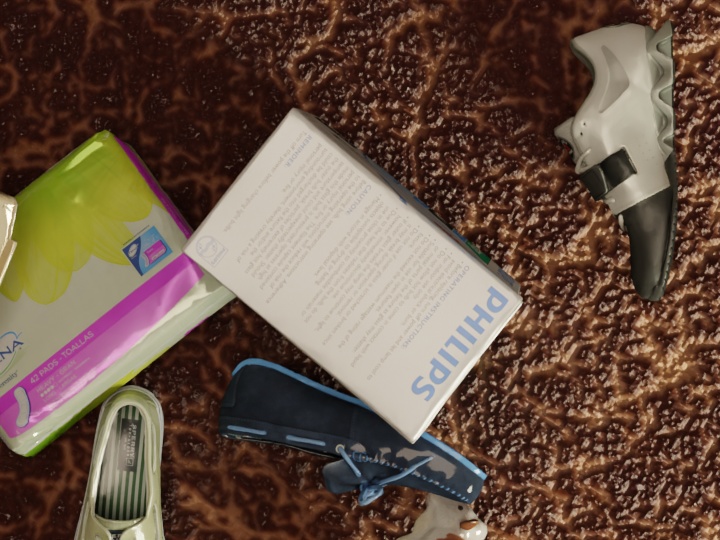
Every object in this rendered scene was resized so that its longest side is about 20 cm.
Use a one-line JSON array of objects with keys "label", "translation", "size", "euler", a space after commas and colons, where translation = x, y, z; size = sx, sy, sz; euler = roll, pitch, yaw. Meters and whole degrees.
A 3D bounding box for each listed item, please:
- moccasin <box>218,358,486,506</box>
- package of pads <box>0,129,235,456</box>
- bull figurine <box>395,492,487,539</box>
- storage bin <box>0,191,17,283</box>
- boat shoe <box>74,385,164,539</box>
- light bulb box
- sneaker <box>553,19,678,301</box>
[{"label": "moccasin", "translation": [-0.008, 0.131, 1.655], "size": [0.199, 0.081, 0.069], "euler": [22, 76, 18]}, {"label": "package of pads", "translation": [-0.211, 0.013, 1.655], "size": [0.200, 0.068, 0.155], "euler": [-38, 79, 3]}, {"label": "bull figurine", "translation": [0.028, 0.255, 1.651], "size": [0.121, 0.065, 0.202], "euler": [3, 86, -3]}, {"label": "storage bin", "translation": [-0.356, 0.006, 1.610], "size": [0.199, 0.093, 0.200], "euler": [24, 93, 41]}, {"label": "boat shoe", "translation": [-0.177, 0.184, 1.669], "size": [0.071, 0.062, 0.202], "euler": [1, 91, 3]}, {"label": "light bulb box", "translation": [0.000, 0.000, 1.591], "size": [0.200, 0.198, 0.125], "euler": [39, 94, 1]}, {"label": "sneaker", "translation": [0.183, -0.076, 1.648], "size": [0.088, 0.074, 0.201], "euler": [-2, 81, 3]}]
